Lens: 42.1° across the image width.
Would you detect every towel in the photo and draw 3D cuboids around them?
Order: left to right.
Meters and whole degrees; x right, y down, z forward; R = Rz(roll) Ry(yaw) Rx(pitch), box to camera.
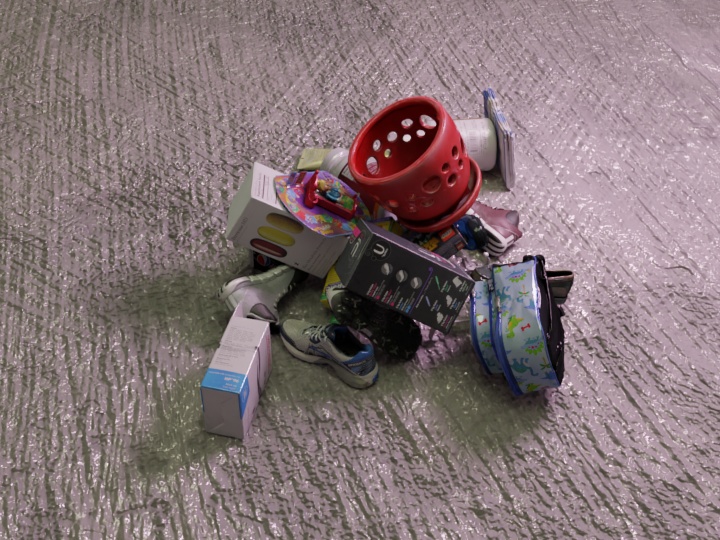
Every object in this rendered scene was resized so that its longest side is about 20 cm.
[{"bbox_3d":[0.300,-0.287,2.022,0.024,0.147,0.200,-11,41,-1],"label":"towel"}]

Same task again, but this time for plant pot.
[{"bbox_3d":[0.103,-0.179,1.677,0.200,0.183,0.201,-20,45,22],"label":"plant pot"}]

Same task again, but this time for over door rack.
[{"bbox_3d":[0.185,0.037,1.714,0.200,0.067,0.148,-16,43,-19],"label":"over door rack"}]

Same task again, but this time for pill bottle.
[{"bbox_3d":[0.013,-0.171,1.911,0.113,0.113,0.200,-32,50,-32],"label":"pill bottle"},{"bbox_3d":[0.185,-0.267,2.022,0.199,0.115,0.114,-4,42,-6],"label":"pill bottle"}]

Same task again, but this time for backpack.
[{"bbox_3d":[0.263,0.104,1.563,0.147,0.183,0.200,-15,42,17],"label":"backpack"}]

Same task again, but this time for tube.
[{"bbox_3d":[-0.034,-0.239,2.040,0.199,0.052,0.058,3,0,8],"label":"tube"}]

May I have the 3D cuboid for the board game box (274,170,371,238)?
[{"bbox_3d":[-0.055,-0.134,1.682,0.200,0.039,0.158,-13,57,-49],"label":"board game box"}]

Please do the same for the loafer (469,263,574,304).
[{"bbox_3d":[0.292,0.010,1.681,0.200,0.063,0.072,10,33,-22],"label":"loafer"}]

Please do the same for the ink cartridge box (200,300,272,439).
[{"bbox_3d":[-0.193,0.158,1.529,0.068,0.116,0.200,9,43,8],"label":"ink cartridge box"}]

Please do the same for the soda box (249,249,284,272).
[{"bbox_3d":[-0.147,-0.082,1.836,0.063,0.071,0.200,16,44,14],"label":"soda box"}]

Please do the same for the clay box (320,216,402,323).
[{"bbox_3d":[0.000,0.000,1.702,0.115,0.048,0.200,-10,48,33],"label":"clay box"}]

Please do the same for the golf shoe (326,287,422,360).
[{"bbox_3d":[0.024,0.081,1.599,0.078,0.200,0.094,-53,33,0],"label":"golf shoe"}]

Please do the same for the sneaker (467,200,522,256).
[{"bbox_3d":[0.245,-0.111,1.889,0.115,0.076,0.200,-25,58,-33],"label":"sneaker"}]

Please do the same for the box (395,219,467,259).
[{"bbox_3d":[0.084,-0.037,1.738,0.200,0.040,0.137,-36,42,6],"label":"box"}]

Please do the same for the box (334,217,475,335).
[{"bbox_3d":[0.072,0.008,1.568,0.200,0.106,0.122,25,9,-16],"label":"box"}]

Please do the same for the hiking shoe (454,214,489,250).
[{"bbox_3d":[0.169,-0.059,1.786,0.087,0.075,0.200,-32,16,-20],"label":"hiking shoe"}]

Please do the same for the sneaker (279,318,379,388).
[{"bbox_3d":[-0.052,0.118,1.602,0.200,0.085,0.077,24,46,24],"label":"sneaker"}]

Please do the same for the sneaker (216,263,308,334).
[{"bbox_3d":[-0.156,0.059,1.693,0.200,0.075,0.116,-18,69,-40],"label":"sneaker"}]

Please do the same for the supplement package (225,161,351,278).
[{"bbox_3d":[-0.130,-0.090,1.702,0.200,0.114,0.110,22,37,-20],"label":"supplement package"}]
